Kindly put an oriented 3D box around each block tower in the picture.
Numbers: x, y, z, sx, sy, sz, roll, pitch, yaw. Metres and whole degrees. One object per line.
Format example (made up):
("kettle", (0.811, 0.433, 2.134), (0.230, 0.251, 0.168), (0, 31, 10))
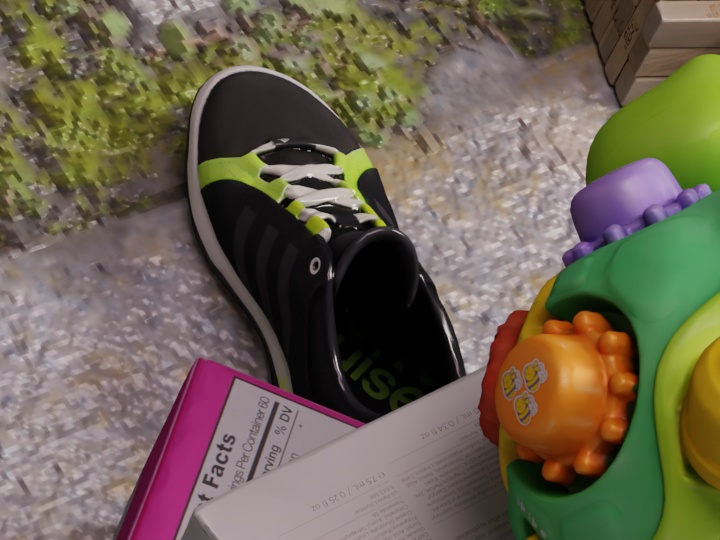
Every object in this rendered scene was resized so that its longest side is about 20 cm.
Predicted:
("block tower", (0.110, -0.153, 1.129), (0.058, 0.054, 0.200), (-3, 56, -22))

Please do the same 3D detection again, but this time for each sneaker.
("sneaker", (0.000, 0.000, 0.956), (0.072, 0.083, 0.200), (-8, 59, -26))

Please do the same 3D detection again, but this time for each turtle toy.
("turtle toy", (0.091, 0.023, 0.757), (0.101, 0.146, 0.200), (13, 48, 16))

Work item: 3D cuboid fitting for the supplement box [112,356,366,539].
("supplement box", (0.016, 0.124, 0.860), (0.200, 0.101, 0.103), (23, 51, -3))

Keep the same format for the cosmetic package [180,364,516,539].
("cosmetic package", (0.067, 0.098, 0.799), (0.200, 0.052, 0.151), (-24, 64, -33))
